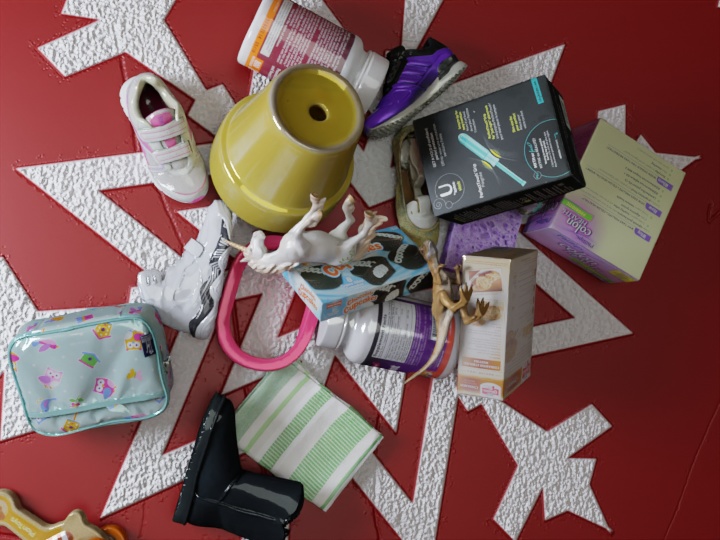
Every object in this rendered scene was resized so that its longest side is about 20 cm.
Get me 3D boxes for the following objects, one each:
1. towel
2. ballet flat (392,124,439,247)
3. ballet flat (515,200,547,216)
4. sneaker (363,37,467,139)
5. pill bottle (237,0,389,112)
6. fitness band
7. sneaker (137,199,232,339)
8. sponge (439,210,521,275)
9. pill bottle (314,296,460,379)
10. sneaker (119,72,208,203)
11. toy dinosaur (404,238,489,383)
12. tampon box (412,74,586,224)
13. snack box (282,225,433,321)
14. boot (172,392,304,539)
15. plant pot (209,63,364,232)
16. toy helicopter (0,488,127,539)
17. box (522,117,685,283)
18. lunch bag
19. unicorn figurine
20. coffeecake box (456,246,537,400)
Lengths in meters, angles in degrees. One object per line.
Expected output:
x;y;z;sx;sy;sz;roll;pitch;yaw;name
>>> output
-0.082;0.239;1.158;0.200;0.023;0.153;41;79;-10;towel
0.088;-0.125;1.201;0.071;0.071;0.200;-7;89;-15;ballet flat
0.252;-0.187;1.217;0.072;0.072;0.201;-11;79;-15;ballet flat
0.063;-0.287;1.206;0.200;0.070;0.100;-41;91;-17;sneaker
-0.067;-0.310;1.144;0.200;0.114;0.114;25;81;-12;pill bottle
-0.131;0.047;1.141;0.143;0.037;0.200;17;76;-10;fitness band
-0.248;-0.009;1.099;0.115;0.075;0.200;11;87;-16;sneaker
0.201;-0.085;1.247;0.111;0.030;0.200;16;83;-13;sponge
0.039;0.089;1.153;0.200;0.111;0.112;13;84;-13;pill bottle
-0.276;-0.187;1.095;0.081;0.088;0.200;-30;95;-14;sneaker
0.119;0.057;1.088;0.060;0.106;0.200;8;79;-42;toy dinosaur
0.201;-0.167;1.134;0.200;0.126;0.150;-15;81;24;tampon box
0.000;0.000;1.126;0.200;0.116;0.037;-16;134;-30;snack box
-0.157;0.283;1.100;0.168;0.076;0.200;16;96;-10;boot
-0.088;-0.175;1.068;0.200;0.189;0.201;8;70;-21;plant pot
-0.423;0.369;1.047;0.200;0.079;0.132;36;88;0;toy helicopter
0.392;-0.108;1.265;0.176;0.097;0.200;29;80;-12;box
-0.350;0.133;1.043;0.200;0.077;0.161;-9;105;-5;lunch bag
-0.067;-0.042;1.050;0.200;0.137;0.074;14;39;-24;unicorn figurine
0.203;0.072;1.155;0.073;0.153;0.200;5;99;26;coffeecake box
